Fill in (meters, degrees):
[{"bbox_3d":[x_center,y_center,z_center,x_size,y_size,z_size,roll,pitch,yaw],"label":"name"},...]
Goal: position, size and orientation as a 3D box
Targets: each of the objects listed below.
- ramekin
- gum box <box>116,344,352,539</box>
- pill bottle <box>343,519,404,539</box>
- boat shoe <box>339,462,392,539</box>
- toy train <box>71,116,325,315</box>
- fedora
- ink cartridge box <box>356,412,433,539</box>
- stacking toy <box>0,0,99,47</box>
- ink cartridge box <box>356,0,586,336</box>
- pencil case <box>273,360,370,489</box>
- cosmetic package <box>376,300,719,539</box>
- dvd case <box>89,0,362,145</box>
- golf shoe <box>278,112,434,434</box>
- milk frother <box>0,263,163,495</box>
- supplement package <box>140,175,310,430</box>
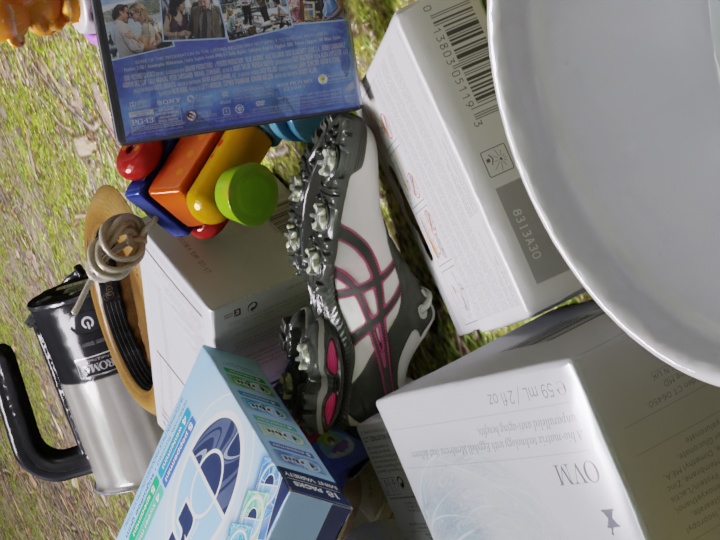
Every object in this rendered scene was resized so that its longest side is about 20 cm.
[{"bbox_3d":[0.142,-0.070,0.516,0.200,0.104,0.202,45,148,39],"label":"ramekin"},{"bbox_3d":[-0.087,0.163,0.900,0.171,0.044,0.200,-65,27,12],"label":"gum box"},{"bbox_3d":[0.024,0.271,1.047,0.104,0.104,0.202,40,144,45],"label":"pill bottle"},{"bbox_3d":[-0.053,0.208,1.088,0.200,0.065,0.072,-49,61,27],"label":"boat shoe"},{"bbox_3d":[-0.096,-0.046,0.937,0.115,0.201,0.085,12,157,51],"label":"toy train"},{"bbox_3d":[-0.164,0.021,1.247,0.201,0.081,0.202,43,142,47],"label":"fedora"},{"bbox_3d":[0.086,0.161,0.859,0.202,0.076,0.136,68,159,1],"label":"ink cartridge box"},{"bbox_3d":[-0.134,-0.168,0.880,0.117,0.198,0.110,65,155,8],"label":"stacking toy"},{"bbox_3d":[0.056,-0.049,0.806,0.200,0.050,0.162,131,115,-83],"label":"ink cartridge box"},{"bbox_3d":[-0.060,0.149,1.013,0.087,0.078,0.201,35,110,-5],"label":"pencil case"},{"bbox_3d":[0.128,0.120,0.688,0.202,0.122,0.199,66,156,0],"label":"cosmetic package"},{"bbox_3d":[-0.083,-0.178,0.824,0.018,0.141,0.202,-91,-7,-76],"label":"dvd case"},{"bbox_3d":[0.000,0.000,0.907,0.077,0.087,0.202,-126,37,-61],"label":"golf shoe"},{"bbox_3d":[-0.241,0.093,1.438,0.200,0.179,0.190,-49,-57,-69],"label":"milk frother"},{"bbox_3d":[-0.081,0.052,1.068,0.114,0.109,0.201,46,148,38],"label":"supplement package"}]
